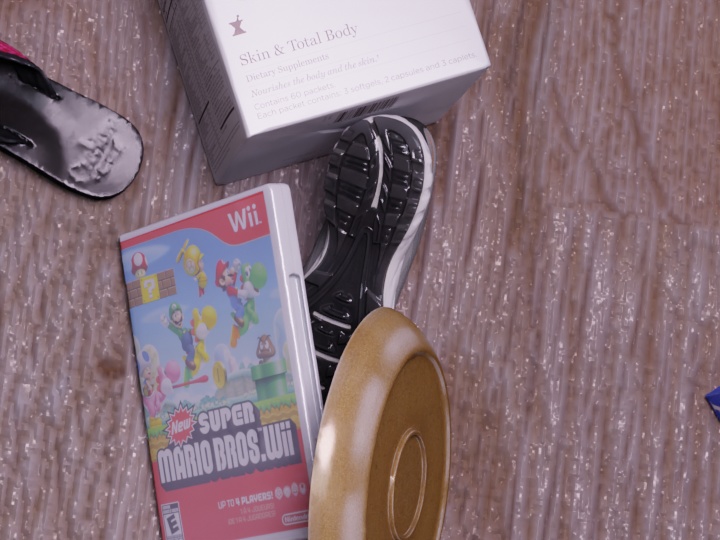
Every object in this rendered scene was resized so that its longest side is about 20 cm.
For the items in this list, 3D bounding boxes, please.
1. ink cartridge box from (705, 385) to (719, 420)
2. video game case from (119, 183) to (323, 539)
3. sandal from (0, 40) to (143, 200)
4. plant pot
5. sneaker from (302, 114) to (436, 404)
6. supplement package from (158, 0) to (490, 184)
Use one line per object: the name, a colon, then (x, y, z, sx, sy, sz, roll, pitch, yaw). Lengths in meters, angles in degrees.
ink cartridge box: (0.294, 0.149, 1.288, 0.044, 0.094, 0.200, -29, 88, -13)
video game case: (-0.079, 0.062, 1.216, 0.017, 0.143, 0.201, -1, 79, -45)
sandal: (-0.222, -0.107, 1.257, 0.200, 0.045, 0.075, 24, 78, -6)
plant pot: (0.017, 0.122, 1.192, 0.027, 0.200, 0.201, 6, 79, 19)
sneaker: (0.000, 0.000, 1.251, 0.074, 0.079, 0.200, 26, 107, 11)
supplement package: (-0.038, -0.178, 1.248, 0.151, 0.151, 0.200, -17, 85, -12)
